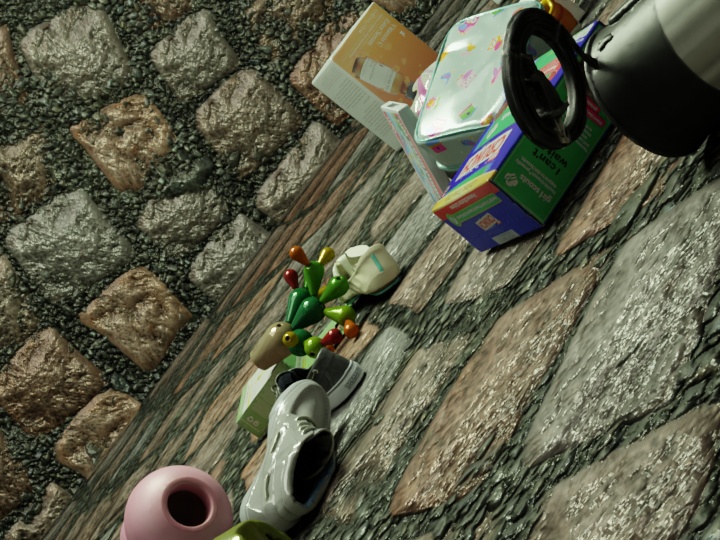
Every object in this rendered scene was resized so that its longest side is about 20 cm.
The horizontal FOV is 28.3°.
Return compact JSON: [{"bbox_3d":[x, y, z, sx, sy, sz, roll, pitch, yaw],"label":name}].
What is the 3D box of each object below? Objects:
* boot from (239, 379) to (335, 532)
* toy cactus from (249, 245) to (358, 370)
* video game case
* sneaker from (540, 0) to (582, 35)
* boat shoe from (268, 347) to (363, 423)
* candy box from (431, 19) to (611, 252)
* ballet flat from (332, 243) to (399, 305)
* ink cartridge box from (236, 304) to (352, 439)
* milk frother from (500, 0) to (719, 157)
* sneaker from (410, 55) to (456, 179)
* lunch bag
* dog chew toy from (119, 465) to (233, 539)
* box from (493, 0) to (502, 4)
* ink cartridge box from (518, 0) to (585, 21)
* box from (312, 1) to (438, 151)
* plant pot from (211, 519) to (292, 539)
[{"bbox_3d":[-0.052,0.179,1.441,0.095,0.073,0.201,-37,26,42],"label":"boot"},{"bbox_3d":[-0.082,0.063,1.812,0.165,0.102,0.201,-43,35,21],"label":"toy cactus"},{"bbox_3d":[0.075,-0.143,1.780,0.017,0.144,0.200,-30,9,0],"label":"video game case"},{"bbox_3d":[0.200,-0.252,1.757,0.073,0.077,0.201,-36,21,57],"label":"sneaker"},{"bbox_3d":[-0.068,0.140,1.645,0.070,0.066,0.200,-58,10,-31],"label":"boat shoe"},{"bbox_3d":[0.172,-0.127,1.398,0.201,0.077,0.169,-57,10,-16],"label":"candy box"},{"bbox_3d":[0.000,0.000,1.842,0.070,0.069,0.200,-55,9,-15],"label":"ballet flat"},{"bbox_3d":[-0.088,0.117,1.915,0.200,0.048,0.146,-54,8,10],"label":"ink cartridge box"},{"bbox_3d":[0.216,-0.168,0.970,0.188,0.180,0.200,-44,9,49],"label":"milk frother"},{"bbox_3d":[0.111,-0.183,1.789,0.088,0.081,0.201,-37,40,37],"label":"sneaker"},{"bbox_3d":[0.149,-0.213,1.658,0.160,0.077,0.201,-12,47,43],"label":"lunch bag"},{"bbox_3d":[-0.223,0.307,1.651,0.125,0.124,0.200,-59,3,-38],"label":"dog chew toy"},{"bbox_3d":[0.289,-0.635,2.627,0.199,0.130,0.201,-42,14,49],"label":"box"},{"bbox_3d":[0.225,-0.310,1.880,0.201,0.067,0.117,-54,9,5],"label":"ink cartridge box"},{"bbox_3d":[0.045,-0.339,2.512,0.153,0.200,0.106,-57,8,-26],"label":"box"},{"bbox_3d":[-0.106,0.276,0.980,0.184,0.201,0.200,-40,10,8],"label":"plant pot"}]
